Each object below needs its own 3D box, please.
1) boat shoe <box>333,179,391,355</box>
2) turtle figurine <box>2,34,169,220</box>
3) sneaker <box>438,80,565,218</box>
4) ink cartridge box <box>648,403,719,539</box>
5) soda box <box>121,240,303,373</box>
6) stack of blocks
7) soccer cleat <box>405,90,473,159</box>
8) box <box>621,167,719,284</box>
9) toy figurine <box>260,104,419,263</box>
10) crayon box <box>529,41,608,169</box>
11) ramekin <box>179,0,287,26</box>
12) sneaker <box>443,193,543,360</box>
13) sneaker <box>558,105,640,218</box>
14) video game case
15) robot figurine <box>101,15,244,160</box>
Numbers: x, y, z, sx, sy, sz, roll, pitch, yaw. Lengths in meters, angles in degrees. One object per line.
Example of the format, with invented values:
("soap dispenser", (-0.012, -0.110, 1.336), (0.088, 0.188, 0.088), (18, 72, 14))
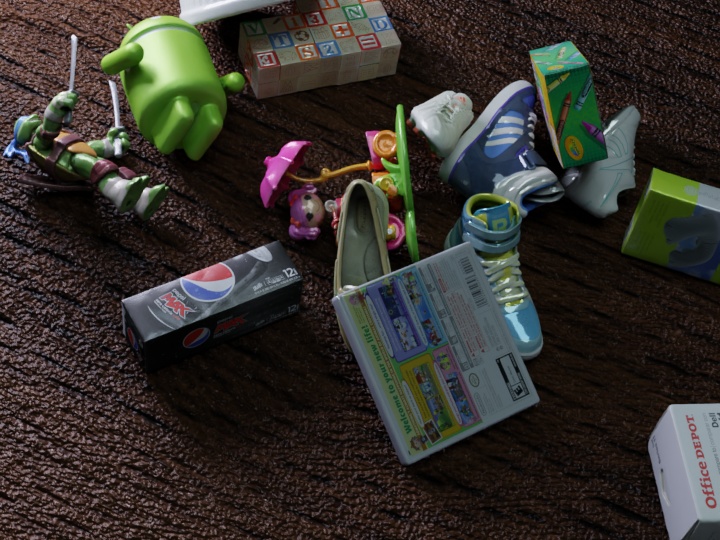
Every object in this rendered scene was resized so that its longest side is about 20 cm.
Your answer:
("boat shoe", (0.002, -0.001, 1.505), (0.073, 0.063, 0.202), (2, 87, 11))
("turtle figurine", (-0.308, -0.162, 1.577), (0.194, 0.144, 0.200), (39, 61, 14))
("sneaker", (0.208, -0.143, 1.677), (0.146, 0.081, 0.200), (33, 58, 18))
("ink cartridge box", (0.431, 0.224, 1.443), (0.199, 0.083, 0.147), (-1, 54, -8))
("soda box", (-0.166, 0.040, 1.494), (0.199, 0.071, 0.063), (-22, 59, -23))
("stack of blocks", (-0.060, -0.306, 1.772), (0.199, 0.059, 0.116), (-13, 57, -17))
("soccer cleat", (0.104, -0.189, 1.643), (0.077, 0.200, 0.069), (-35, 99, 10))
("box", (0.432, -0.043, 1.615), (0.199, 0.122, 0.048), (18, 49, 5))
("toy figurine", (-0.028, -0.091, 1.601), (0.183, 0.150, 0.201), (-7, 79, 3))
("crayon box", (0.257, -0.210, 1.652), (0.058, 0.119, 0.200), (-13, 17, 7))
("ramekin", (-0.149, -0.387, 1.726), (0.201, 0.095, 0.202), (-14, 14, 3))
("sneaker", (0.162, -0.002, 1.539), (0.079, 0.131, 0.201), (-16, 58, -21))
("sneaker", (0.321, -0.138, 1.713), (0.080, 0.070, 0.200), (43, 51, -7))
("video game case", (0.085, 0.090, 1.477), (0.181, 0.022, 0.201), (-22, 86, -23))
("robot figurine", (-0.236, -0.234, 1.655), (0.175, 0.116, 0.201), (8, 45, -37))
